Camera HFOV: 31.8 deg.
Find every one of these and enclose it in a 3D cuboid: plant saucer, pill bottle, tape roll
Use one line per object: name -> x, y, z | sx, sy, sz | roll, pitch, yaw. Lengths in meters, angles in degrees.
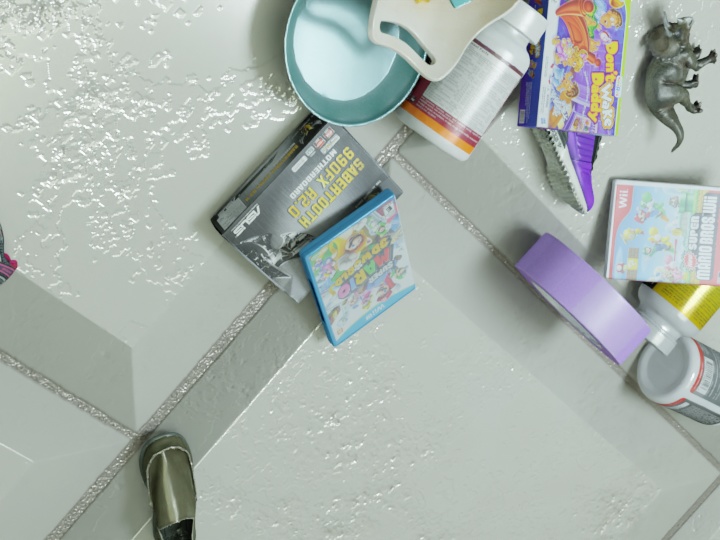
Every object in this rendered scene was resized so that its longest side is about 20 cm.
plant saucer -> -0.010, -0.274, 1.503 | 0.198, 0.036, 0.202 | -12, 113, -29
pill bottle -> 0.542, 0.180, 2.009 | 0.199, 0.116, 0.117 | 25, 102, -36
pill bottle -> 0.140, -0.246, 1.567 | 0.109, 0.110, 0.201 | 28, 100, -36
pill bottle -> 0.492, 0.025, 1.900 | 0.112, 0.112, 0.200 | 37, 95, -37
tape roll -> 0.308, 0.039, 1.753 | 0.066, 0.200, 0.200 | -45, 127, 2

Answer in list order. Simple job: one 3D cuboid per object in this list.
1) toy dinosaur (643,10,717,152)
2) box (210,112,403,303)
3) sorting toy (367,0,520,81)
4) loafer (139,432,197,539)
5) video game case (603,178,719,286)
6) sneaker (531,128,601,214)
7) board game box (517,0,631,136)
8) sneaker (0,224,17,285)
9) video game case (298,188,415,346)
toy dinosaur -> 0.429, -0.267, 1.747 | 0.101, 0.077, 0.202 | 0, 121, -15
box -> -0.066, -0.080, 1.583 | 0.200, 0.048, 0.158 | -45, 127, 1
sorting toy -> 0.080, -0.324, 1.460 | 0.199, 0.106, 0.182 | 29, 78, -36
loafer -> -0.245, 0.305, 1.680 | 0.074, 0.070, 0.202 | -17, 122, -19
video game case -> 0.456, -0.053, 1.823 | 0.197, 0.017, 0.145 | 4, 97, -2
sneaker -> 0.300, -0.170, 1.719 | 0.099, 0.070, 0.201 | -35, 127, -10
board game box -> 0.276, -0.280, 1.623 | 0.133, 0.045, 0.203 | 2, 95, -29
sneaker -> -0.438, -0.062, 1.381 | 0.074, 0.080, 0.202 | -32, 135, -27
video game case -> 0.000, 0.000, 1.636 | 0.143, 0.018, 0.201 | -36, 145, -15
